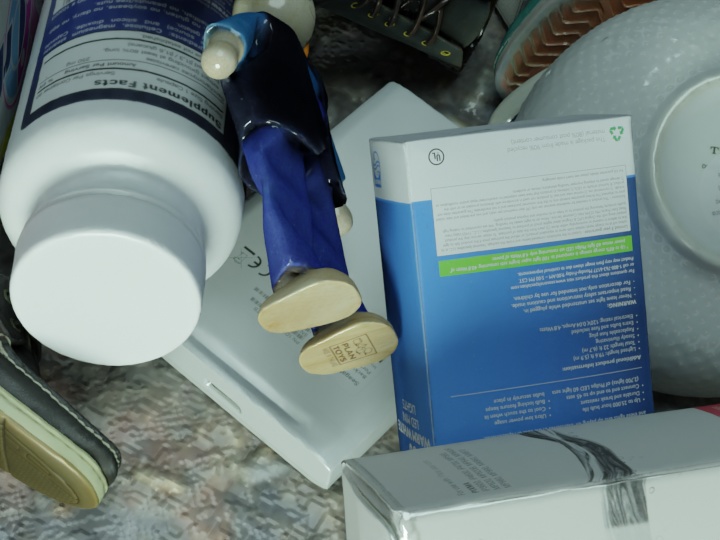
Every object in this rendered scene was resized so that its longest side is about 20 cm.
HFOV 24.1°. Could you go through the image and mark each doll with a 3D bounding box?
[{"bbox_3d":[-0.030,-0.052,0.750,0.048,0.136,0.200,-22,55,13],"label":"doll"}]

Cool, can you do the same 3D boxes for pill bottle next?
[{"bbox_3d":[-0.107,-0.056,0.785,0.111,0.111,0.200,6,44,-5],"label":"pill bottle"}]

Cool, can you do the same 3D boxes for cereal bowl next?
[{"bbox_3d":[0.173,-0.040,0.804,0.200,0.083,0.200,1,81,-7],"label":"cereal bowl"}]

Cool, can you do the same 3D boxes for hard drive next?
[{"bbox_3d":[0.000,0.000,0.833,0.132,0.026,0.200,38,57,17],"label":"hard drive"}]

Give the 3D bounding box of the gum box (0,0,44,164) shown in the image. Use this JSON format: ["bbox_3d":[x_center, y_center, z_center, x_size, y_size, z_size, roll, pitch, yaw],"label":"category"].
[{"bbox_3d":[-0.194,-0.114,0.796,0.066,0.114,0.200,8,35,-4],"label":"gum box"}]

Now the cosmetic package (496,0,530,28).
[{"bbox_3d":[0.164,-0.199,0.988,0.200,0.051,0.083,-15,63,-19],"label":"cosmetic package"}]

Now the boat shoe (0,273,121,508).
[{"bbox_3d":[-0.177,0.028,0.756,0.200,0.073,0.065,36,62,16],"label":"boat shoe"}]

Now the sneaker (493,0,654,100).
[{"bbox_3d":[0.146,-0.167,0.897,0.071,0.200,0.080,34,30,-25],"label":"sneaker"}]

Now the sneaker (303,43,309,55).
[{"bbox_3d":[-0.105,-0.173,0.913,0.200,0.076,0.092,30,51,11],"label":"sneaker"}]

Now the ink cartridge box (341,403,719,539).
[{"bbox_3d":[0.099,0.139,0.674,0.200,0.085,0.146,-7,101,-16],"label":"ink cartridge box"}]

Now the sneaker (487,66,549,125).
[{"bbox_3d":[0.168,-0.066,0.881,0.200,0.075,0.085,-8,61,-11],"label":"sneaker"}]

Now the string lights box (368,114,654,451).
[{"bbox_3d":[0.068,0.037,0.728,0.103,0.059,0.200,-7,98,-15],"label":"string lights box"}]

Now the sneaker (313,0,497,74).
[{"bbox_3d":[0.014,-0.156,0.860,0.106,0.200,0.075,30,100,9],"label":"sneaker"}]
